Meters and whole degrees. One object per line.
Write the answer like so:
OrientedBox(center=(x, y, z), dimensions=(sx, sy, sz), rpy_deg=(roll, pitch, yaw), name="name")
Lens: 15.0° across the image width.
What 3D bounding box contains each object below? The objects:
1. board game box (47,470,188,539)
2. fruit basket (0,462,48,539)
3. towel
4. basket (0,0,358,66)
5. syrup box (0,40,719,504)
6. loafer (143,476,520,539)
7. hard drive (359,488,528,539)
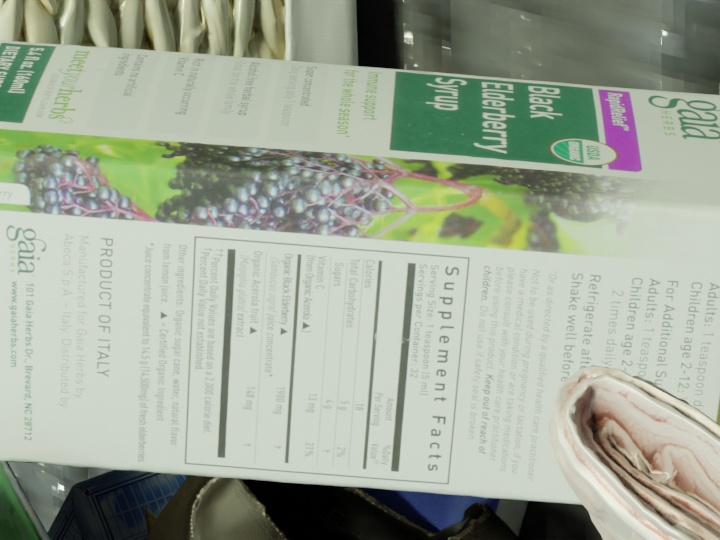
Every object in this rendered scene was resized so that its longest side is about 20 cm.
OrientedBox(center=(-0.053, 0.161, 0.842), dimensions=(0.200, 0.062, 0.200), rpy_deg=(44, 136, 32), name="board game box")
OrientedBox(center=(-0.100, 0.105, 0.704), dimensions=(0.200, 0.094, 0.185), rpy_deg=(19, 139, 62), name="fruit basket")
OrientedBox(center=(0.125, 0.118, 0.577), dimensions=(0.191, 0.032, 0.200), rpy_deg=(43, 172, 28), name="towel")
OrientedBox(center=(-0.088, -0.090, 0.756), dimensions=(0.136, 0.123, 0.200), rpy_deg=(9, 105, 49), name="basket")
OrientedBox(center=(0.000, 0.000, 0.642), dimensions=(0.079, 0.200, 0.081), rpy_deg=(-84, -2, -66), name="syrup box")
OrientedBox(center=(0.025, 0.102, 0.726), dimensions=(0.200, 0.073, 0.071), rpy_deg=(24, 116, 19), name="loafer")
OrientedBox(center=(-0.018, 0.105, 0.846), dimensions=(0.132, 0.025, 0.200), rpy_deg=(40, 133, 34), name="hard drive")
